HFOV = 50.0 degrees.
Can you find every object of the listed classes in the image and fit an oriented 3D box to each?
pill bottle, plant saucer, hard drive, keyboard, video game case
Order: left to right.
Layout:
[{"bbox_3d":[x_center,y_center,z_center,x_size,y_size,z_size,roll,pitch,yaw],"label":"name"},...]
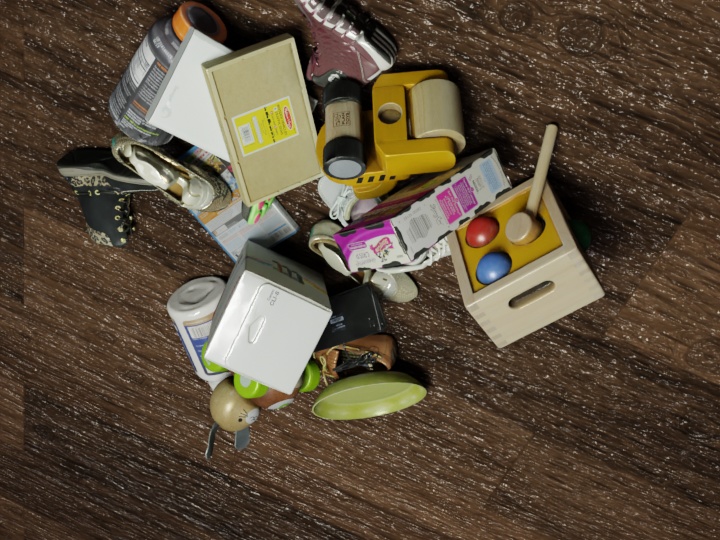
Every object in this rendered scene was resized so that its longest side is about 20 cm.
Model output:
[{"bbox_3d":[-0.262,-0.274,1.070,0.106,0.107,0.200,40,128,-12],"label":"pill bottle"},{"bbox_3d":[-0.253,0.121,1.353,0.109,0.111,0.202,-2,124,21],"label":"pill bottle"},{"bbox_3d":[-0.209,-0.111,1.228,0.142,0.018,0.201,-27,113,34],"label":"video game case"},{"bbox_3d":[-0.169,-0.216,1.037,0.198,0.026,0.133,23,103,-36],"label":"hard drive"},{"bbox_3d":[-0.026,0.102,1.231,0.199,0.020,0.129,-22,79,49],"label":"keyboard"},{"bbox_3d":[0.014,0.211,1.318,0.197,0.031,0.201,-8,154,-4],"label":"plant saucer"}]

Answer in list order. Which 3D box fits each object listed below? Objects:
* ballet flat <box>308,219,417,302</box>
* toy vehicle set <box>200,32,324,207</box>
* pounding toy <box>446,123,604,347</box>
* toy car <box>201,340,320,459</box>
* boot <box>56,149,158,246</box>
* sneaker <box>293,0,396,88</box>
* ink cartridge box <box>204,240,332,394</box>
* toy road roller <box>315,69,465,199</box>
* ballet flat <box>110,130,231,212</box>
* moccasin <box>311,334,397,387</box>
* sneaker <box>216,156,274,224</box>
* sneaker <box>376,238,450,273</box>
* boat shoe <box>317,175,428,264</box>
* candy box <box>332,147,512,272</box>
[{"bbox_3d":[0.000,0.000,1.204,0.199,0.063,0.068,35,129,-8],"label":"ballet flat"},{"bbox_3d":[-0.126,-0.198,1.037,0.123,0.027,0.202,-24,125,-17],"label":"toy vehicle set"},{"bbox_3d":[0.218,-0.046,1.014,0.198,0.185,0.142,-30,129,18],"label":"pounding toy"},{"bbox_3d":[-0.189,0.221,1.276,0.157,0.163,0.202,30,103,31],"label":"toy car"},{"bbox_3d":[-0.383,-0.114,1.256,0.201,0.074,0.155,8,130,19],"label":"boot"},{"bbox_3d":[-0.058,-0.304,0.997,0.200,0.076,0.115,41,131,-12],"label":"sneaker"},{"bbox_3d":[-0.141,0.066,1.176,0.143,0.200,0.147,25,101,-12],"label":"ink cartridge box"},{"bbox_3d":[0.039,-0.170,1.029,0.197,0.125,0.146,-5,156,7],"label":"toy road roller"},{"bbox_3d":[-0.279,-0.134,1.142,0.199,0.076,0.068,32,106,-25],"label":"ballet flat"},{"bbox_3d":[-0.036,0.154,1.319,0.198,0.078,0.074,1,128,19],"label":"moccasin"},{"bbox_3d":[-0.169,-0.168,1.142,0.083,0.077,0.203,8,116,21],"label":"sneaker"},{"bbox_3d":[0.108,-0.037,1.131,0.198,0.071,0.073,-22,116,29],"label":"sneaker"},{"bbox_3d":[0.010,-0.079,1.104,0.202,0.064,0.075,44,115,20],"label":"boat shoe"},{"bbox_3d":[0.079,-0.076,0.989,0.136,0.199,0.062,-10,113,57],"label":"candy box"}]
